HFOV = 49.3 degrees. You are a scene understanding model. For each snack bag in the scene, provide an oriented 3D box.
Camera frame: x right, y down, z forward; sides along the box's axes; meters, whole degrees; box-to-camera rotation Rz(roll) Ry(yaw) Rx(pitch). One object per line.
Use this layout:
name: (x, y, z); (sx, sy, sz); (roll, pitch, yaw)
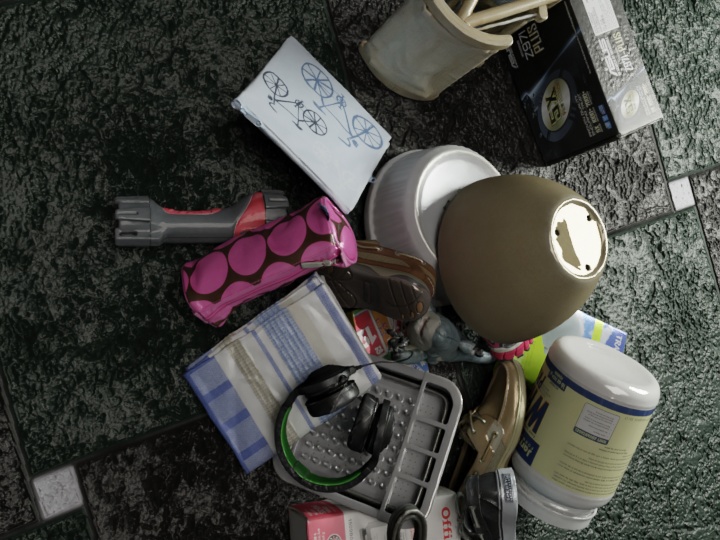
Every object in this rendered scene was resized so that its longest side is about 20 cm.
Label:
snack bag: (-0.050, -0.173, 0.938); (0.188, 0.021, 0.202); (43, 37, -15)

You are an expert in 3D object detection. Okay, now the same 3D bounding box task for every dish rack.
dish rack: (0.010, 0.191, 0.919); (0.195, 0.044, 0.175); (16, 72, 17)

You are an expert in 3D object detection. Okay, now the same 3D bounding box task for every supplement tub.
supplement tub: (0.272, 0.202, 0.986); (0.142, 0.145, 0.204); (13, 108, -20)

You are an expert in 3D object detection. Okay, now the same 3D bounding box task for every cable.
cable: (0.054, 0.354, 0.847); (0.095, 0.050, 0.205); (9, 104, -22)

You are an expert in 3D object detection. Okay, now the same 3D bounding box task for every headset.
headset: (-0.012, 0.150, 0.851); (0.123, 0.094, 0.201); (38, 94, 3)

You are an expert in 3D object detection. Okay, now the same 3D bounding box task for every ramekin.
ramekin: (0.109, -0.062, 0.992); (0.198, 0.094, 0.208); (6, 78, -29)

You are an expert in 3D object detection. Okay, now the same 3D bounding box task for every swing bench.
swing bench: (0.129, -0.315, 0.985); (0.200, 0.198, 0.131); (-43, 100, -20)

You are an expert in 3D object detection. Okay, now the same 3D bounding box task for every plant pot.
plant pot: (0.207, -0.023, 0.908); (0.196, 0.133, 0.206); (6, 78, -30)

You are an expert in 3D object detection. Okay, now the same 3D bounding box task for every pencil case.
pencil case: (-0.102, -0.005, 0.866); (0.091, 0.196, 0.095); (49, 20, -47)

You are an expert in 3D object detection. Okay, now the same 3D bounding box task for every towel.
towel: (-0.088, 0.118, 0.907); (0.198, 0.024, 0.149); (-34, 92, -3)

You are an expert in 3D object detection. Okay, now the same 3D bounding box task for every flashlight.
flashlight: (-0.182, -0.061, 0.904); (0.194, 0.068, 0.070); (0, 89, -18)

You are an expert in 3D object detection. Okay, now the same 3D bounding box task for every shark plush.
shark plush: (0.114, 0.101, 0.975); (0.200, 0.082, 0.093); (44, 62, -45)

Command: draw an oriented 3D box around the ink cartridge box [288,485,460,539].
ink cartridge box: (0.021, 0.344, 0.929); (0.195, 0.082, 0.151); (-3, 85, -23)

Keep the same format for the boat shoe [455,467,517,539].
boat shoe: (0.146, 0.289, 0.917); (0.066, 0.201, 0.075); (-4, 59, 6)

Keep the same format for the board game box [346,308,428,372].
board game box: (0.044, 0.145, 0.993); (0.093, 0.030, 0.206); (-9, 90, -24)

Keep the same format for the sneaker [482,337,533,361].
sneaker: (0.205, 0.013, 1.019); (0.075, 0.079, 0.203); (49, 49, -39)

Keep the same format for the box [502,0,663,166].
box: (0.294, -0.267, 1.068); (0.085, 0.163, 0.205); (-23, 94, -22)

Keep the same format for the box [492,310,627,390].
box: (0.287, 0.119, 1.086); (0.196, 0.047, 0.125); (23, 76, -18)

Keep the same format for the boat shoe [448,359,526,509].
boat shoe: (0.158, 0.210, 0.998); (0.063, 0.072, 0.205); (13, 96, -11)

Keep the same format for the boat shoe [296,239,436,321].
boat shoe: (0.000, 0.000, 0.935); (0.196, 0.077, 0.072); (20, 42, 18)
